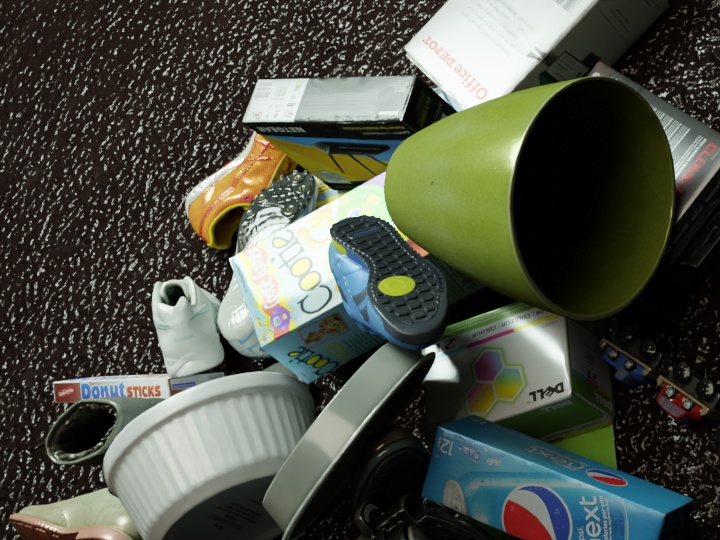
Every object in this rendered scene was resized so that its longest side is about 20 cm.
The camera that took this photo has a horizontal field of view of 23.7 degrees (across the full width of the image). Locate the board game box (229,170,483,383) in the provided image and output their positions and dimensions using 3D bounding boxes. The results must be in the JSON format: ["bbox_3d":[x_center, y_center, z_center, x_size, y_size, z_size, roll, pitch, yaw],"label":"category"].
[{"bbox_3d":[0.000,0.000,1.562,0.200,0.105,0.103,-29,59,10],"label":"board game box"}]

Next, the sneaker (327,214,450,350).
[{"bbox_3d":[0.026,0.027,1.404,0.066,0.079,0.200,-12,28,-15],"label":"sneaker"}]

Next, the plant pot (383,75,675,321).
[{"bbox_3d":[0.117,-0.062,1.384,0.200,0.187,0.187,7,72,50],"label":"plant pot"}]

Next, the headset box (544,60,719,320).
[{"bbox_3d":[0.237,-0.066,1.453,0.149,0.077,0.200,-52,44,5],"label":"headset box"}]

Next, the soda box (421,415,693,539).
[{"bbox_3d":[0.153,0.179,1.348,0.200,0.068,0.064,19,103,28],"label":"soda box"}]

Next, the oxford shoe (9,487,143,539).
[{"bbox_3d":[-0.275,0.258,1.730,0.200,0.071,0.074,2,44,41],"label":"oxford shoe"}]

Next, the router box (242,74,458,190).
[{"bbox_3d":[0.012,-0.125,1.600,0.200,0.149,0.051,4,69,42],"label":"router box"}]

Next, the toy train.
[{"bbox_3d":[0.263,0.101,1.373,0.200,0.034,0.046,38,106,44],"label":"toy train"}]

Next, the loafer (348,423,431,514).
[{"bbox_3d":[0.017,0.174,1.426,0.072,0.200,0.063,-24,60,-10],"label":"loafer"}]

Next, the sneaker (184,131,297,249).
[{"bbox_3d":[-0.095,-0.101,1.769,0.200,0.073,0.077,-47,62,19],"label":"sneaker"}]

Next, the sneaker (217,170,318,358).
[{"bbox_3d":[-0.086,-0.007,1.699,0.072,0.072,0.200,4,64,31],"label":"sneaker"}]

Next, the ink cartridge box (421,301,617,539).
[{"bbox_3d":[0.134,0.135,1.431,0.148,0.076,0.200,-22,54,30],"label":"ink cartridge box"}]

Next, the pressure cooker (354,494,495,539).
[{"bbox_3d":[0.041,0.283,1.360,0.200,0.176,0.179,-39,45,16],"label":"pressure cooker"}]

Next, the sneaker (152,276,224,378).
[{"bbox_3d":[-0.171,0.038,1.696,0.070,0.080,0.200,-19,16,-3],"label":"sneaker"}]

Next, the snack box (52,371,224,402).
[{"bbox_3d":[-0.225,0.118,1.726,0.200,0.072,0.024,-6,89,47],"label":"snack box"}]

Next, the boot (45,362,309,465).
[{"bbox_3d":[-0.167,0.133,1.595,0.182,0.200,0.073,-37,59,22],"label":"boot"}]

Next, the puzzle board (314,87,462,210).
[{"bbox_3d":[0.029,-0.100,1.689,0.200,0.017,0.151,-19,57,31],"label":"puzzle board"}]

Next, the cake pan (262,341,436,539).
[{"bbox_3d":[-0.012,0.136,1.406,0.037,0.200,0.200,38,94,9],"label":"cake pan"}]

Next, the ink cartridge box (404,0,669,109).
[{"bbox_3d":[0.160,-0.225,1.592,0.200,0.084,0.146,-46,47,7],"label":"ink cartridge box"}]

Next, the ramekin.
[{"bbox_3d":[-0.122,0.184,1.544,0.202,0.202,0.094,-37,60,19],"label":"ramekin"}]
